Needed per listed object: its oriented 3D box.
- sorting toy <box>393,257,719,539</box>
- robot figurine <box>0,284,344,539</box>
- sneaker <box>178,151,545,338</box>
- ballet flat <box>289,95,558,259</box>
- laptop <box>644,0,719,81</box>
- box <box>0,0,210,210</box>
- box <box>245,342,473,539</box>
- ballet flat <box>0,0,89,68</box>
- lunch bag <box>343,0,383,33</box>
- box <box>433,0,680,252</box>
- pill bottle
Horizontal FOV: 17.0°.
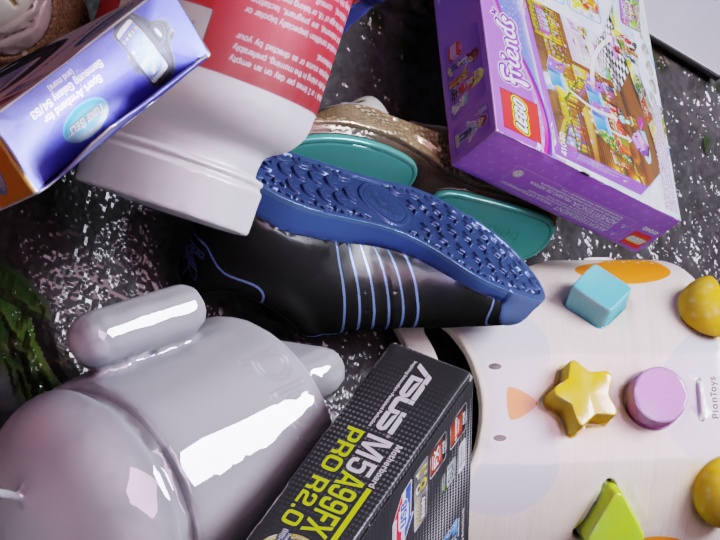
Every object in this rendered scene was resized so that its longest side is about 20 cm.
[{"bbox_3d":[0.101,0.077,1.290,0.179,0.107,0.202,2,74,-21],"label":"sorting toy"},{"bbox_3d":[-0.089,0.092,1.089,0.199,0.112,0.171,-26,110,-42],"label":"robot figurine"},{"bbox_3d":[0.000,0.000,1.221,0.199,0.078,0.070,20,29,-32],"label":"sneaker"},{"bbox_3d":[0.019,-0.055,1.276,0.199,0.071,0.066,18,39,-39],"label":"ballet flat"},{"bbox_3d":[0.199,-0.254,1.449,0.186,0.116,0.201,25,61,-32],"label":"laptop"},{"bbox_3d":[-0.152,-0.058,1.024,0.042,0.199,0.119,56,48,-12],"label":"box"},{"bbox_3d":[-0.003,0.158,1.109,0.160,0.044,0.201,-52,153,-39],"label":"box"},{"bbox_3d":[-0.186,-0.150,1.084,0.200,0.070,0.065,54,9,-28],"label":"ballet flat"},{"bbox_3d":[-0.039,-0.246,1.269,0.150,0.094,0.201,30,49,-27],"label":"lunch bag"},{"bbox_3d":[0.103,-0.121,1.326,0.136,0.039,0.201,24,46,-33],"label":"box"},{"bbox_3d":[-0.061,-0.124,1.109,0.112,0.112,0.202,19,88,-35],"label":"pill bottle"}]
